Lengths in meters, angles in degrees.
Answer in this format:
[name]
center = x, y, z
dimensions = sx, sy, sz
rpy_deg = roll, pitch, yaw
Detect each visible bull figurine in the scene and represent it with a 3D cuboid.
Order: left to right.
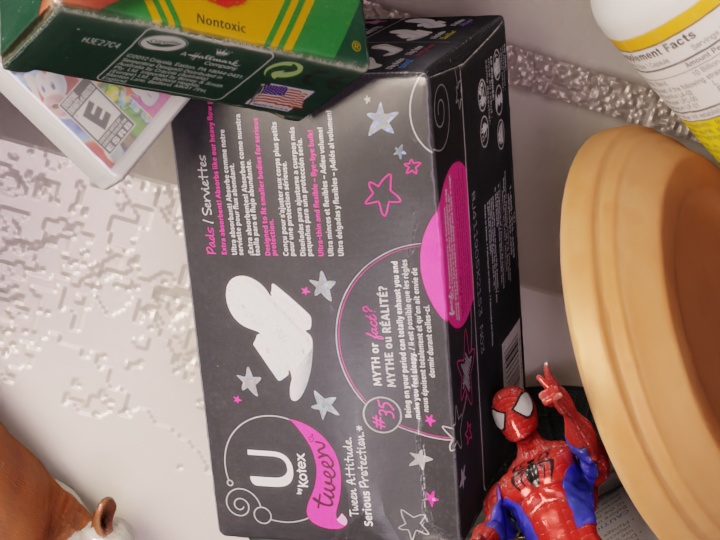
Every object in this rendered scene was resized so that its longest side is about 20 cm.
[bull figurine]
center = -0.189, 0.104, 0.790
dimensions = 0.200, 0.121, 0.065
rpy_deg = 52, 136, -9

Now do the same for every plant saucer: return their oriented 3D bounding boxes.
[plant saucer]
center = 0.150, 0.030, 0.760
dimensions = 0.037, 0.200, 0.201
rpy_deg = -18, 110, 31

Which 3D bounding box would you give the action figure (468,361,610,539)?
[action figure]
center = 0.081, 0.120, 0.668
dimensions = 0.065, 0.200, 0.099
rpy_deg = -28, 144, 12

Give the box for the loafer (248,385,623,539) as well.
[loafer]
center = 0.043, 0.108, 0.841
dimensions = 0.199, 0.072, 0.063
rpy_deg = -13, 127, 4

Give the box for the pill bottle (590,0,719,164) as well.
[pill bottle]
center = 0.172, -0.115, 0.761
dimensions = 0.113, 0.113, 0.200
rpy_deg = -44, 107, 6

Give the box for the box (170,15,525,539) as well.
[box]
center = 0.000, 0.000, 0.751
dimensions = 0.114, 0.132, 0.201
rpy_deg = 2, 108, 18

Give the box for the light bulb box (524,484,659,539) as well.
[light bulb box]
center = 0.141, 0.222, 0.808
dimensions = 0.125, 0.200, 0.198
rpy_deg = -37, 107, 5

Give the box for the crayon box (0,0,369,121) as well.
[crayon box]
center = -0.070, -0.164, 0.638
dimensions = 0.127, 0.051, 0.201
rpy_deg = 6, 67, -34

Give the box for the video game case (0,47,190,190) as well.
[video game case]
center = -0.124, -0.147, 0.645
dimensions = 0.200, 0.018, 0.143
rpy_deg = 45, 57, -16
